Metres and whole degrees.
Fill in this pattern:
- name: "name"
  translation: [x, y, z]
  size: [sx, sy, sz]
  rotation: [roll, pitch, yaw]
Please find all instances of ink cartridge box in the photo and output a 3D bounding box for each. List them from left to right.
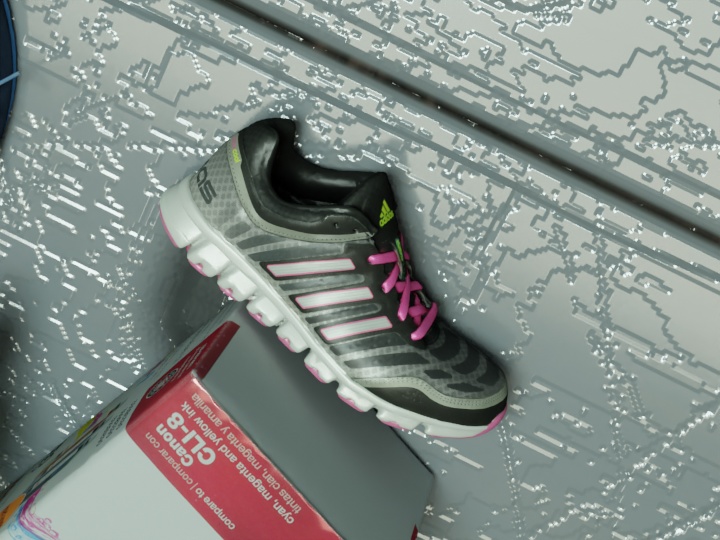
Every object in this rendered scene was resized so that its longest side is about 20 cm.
- name: "ink cartridge box"
  translation: [-0.090, 0.135, 0.834]
  size: [0.200, 0.145, 0.145]
  rotation: [-40, 98, 17]

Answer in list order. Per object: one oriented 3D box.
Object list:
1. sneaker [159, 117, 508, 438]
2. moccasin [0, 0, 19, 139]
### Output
- name: "sneaker"
  translation: [0.000, 0.000, 0.814]
  size: [0.200, 0.074, 0.087]
  rotation: [39, 115, 1]
- name: "moccasin"
  translation: [-0.214, -0.063, 0.834]
  size: [0.080, 0.068, 0.200]
  rotation: [9, 108, 7]
